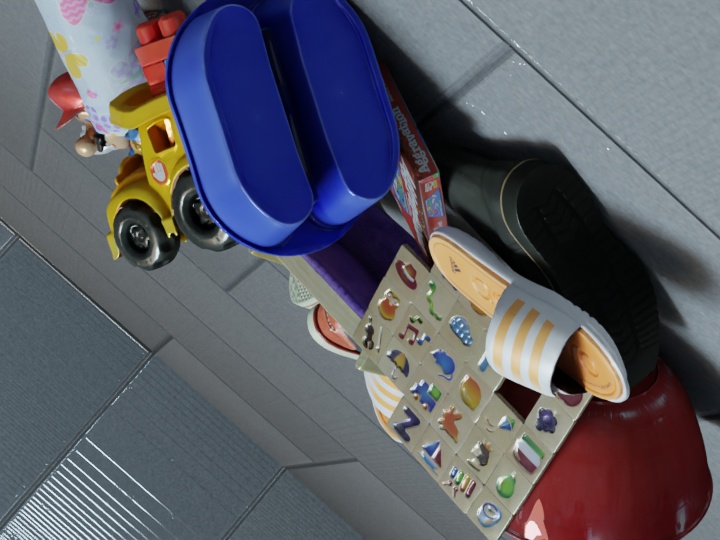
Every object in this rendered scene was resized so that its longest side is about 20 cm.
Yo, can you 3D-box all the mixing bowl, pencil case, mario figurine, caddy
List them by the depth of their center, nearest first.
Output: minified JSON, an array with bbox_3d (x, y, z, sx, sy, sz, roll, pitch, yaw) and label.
[{"bbox_3d":[-0.057,-0.111,1.294,0.105,0.141,0.201,-16,91,67],"label":"caddy"},{"bbox_3d":[0.180,0.117,1.395,0.200,0.200,0.109,30,132,37],"label":"mixing bowl"},{"bbox_3d":[-0.217,-0.208,1.516,0.083,0.091,0.200,27,149,37],"label":"pencil case"},{"bbox_3d":[-0.207,-0.108,1.660,0.200,0.106,0.123,35,133,-11],"label":"mario figurine"}]

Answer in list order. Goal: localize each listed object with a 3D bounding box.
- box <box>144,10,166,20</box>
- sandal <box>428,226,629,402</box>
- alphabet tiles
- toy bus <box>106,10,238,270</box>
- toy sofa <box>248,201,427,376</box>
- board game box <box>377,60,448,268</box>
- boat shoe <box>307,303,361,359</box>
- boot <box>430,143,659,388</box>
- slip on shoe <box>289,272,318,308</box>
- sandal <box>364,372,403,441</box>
[{"bbox_3d":[-0.187,-0.181,1.700,0.137,0.040,0.200,47,165,-22],"label":"box"},{"bbox_3d":[0.104,0.043,1.265,0.207,0.059,0.079,36,155,40],"label":"sandal"},{"bbox_3d":[0.075,0.081,1.365,0.200,0.008,0.167,47,127,27],"label":"alphabet tiles"},{"bbox_3d":[-0.141,-0.114,1.481,0.200,0.136,0.192,-16,103,42],"label":"toy bus"},{"bbox_3d":[0.000,0.000,1.516,0.083,0.098,0.200,17,-159,-43],"label":"toy sofa"},{"bbox_3d":[0.040,-0.070,1.384,0.200,0.019,0.103,74,170,-66],"label":"board game box"},{"bbox_3d":[0.046,0.057,1.677,0.200,0.071,0.063,17,145,-35],"label":"boat shoe"},{"bbox_3d":[0.135,-0.010,1.320,0.138,0.077,0.200,26,148,58],"label":"boot"},{"bbox_3d":[-0.005,0.006,1.766,0.061,0.074,0.200,4,173,-26],"label":"slip on shoe"},{"bbox_3d":[0.040,0.065,1.560,0.079,0.059,0.207,41,129,29],"label":"sandal"}]
